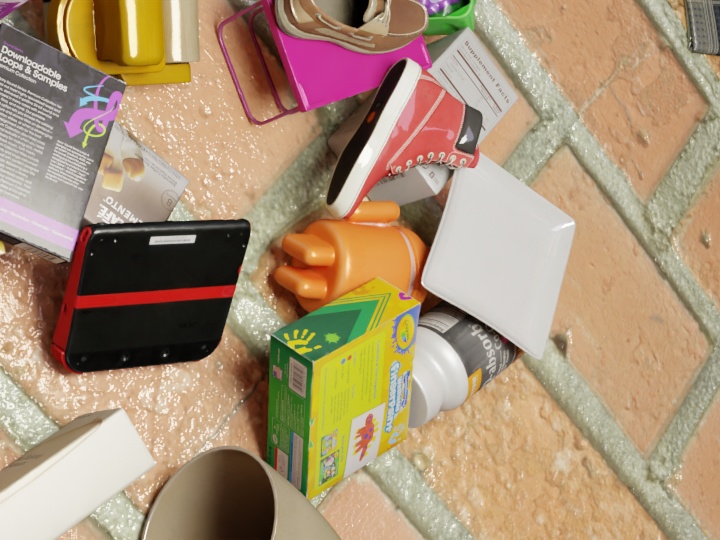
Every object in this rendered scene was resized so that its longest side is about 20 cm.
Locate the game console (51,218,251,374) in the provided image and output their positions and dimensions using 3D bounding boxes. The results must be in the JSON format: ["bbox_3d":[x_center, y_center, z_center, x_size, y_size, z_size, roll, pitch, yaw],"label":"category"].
[{"bbox_3d":[-0.218,0.024,1.551,0.200,0.031,0.177,-4,122,-38],"label":"game console"}]

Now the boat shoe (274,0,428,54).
[{"bbox_3d":[0.002,-0.286,1.654,0.200,0.072,0.076,-5,86,-37],"label":"boat shoe"}]

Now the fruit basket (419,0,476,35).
[{"bbox_3d":[0.069,-0.404,1.828,0.216,0.155,0.216,1,90,-70],"label":"fruit basket"}]

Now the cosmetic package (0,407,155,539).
[{"bbox_3d":[-0.313,0.220,1.457,0.200,0.104,0.073,-37,103,-37],"label":"cosmetic package"}]

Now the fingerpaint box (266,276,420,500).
[{"bbox_3d":[-0.021,0.131,1.654,0.167,0.073,0.200,-28,135,-37],"label":"fingerpaint box"}]

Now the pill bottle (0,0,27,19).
[{"bbox_3d":[-0.380,-0.292,1.442,0.112,0.200,0.112,7,77,-36],"label":"pill bottle"}]

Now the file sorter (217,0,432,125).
[{"bbox_3d":[-0.046,-0.265,1.740,0.200,0.125,0.139,-24,97,-37],"label":"file sorter"}]

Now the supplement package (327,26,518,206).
[{"bbox_3d":[0.078,-0.186,1.825,0.117,0.117,0.200,52,55,-16],"label":"supplement package"}]

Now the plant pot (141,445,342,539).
[{"bbox_3d":[-0.098,0.309,1.573,0.200,0.187,0.187,36,61,-43],"label":"plant pot"}]

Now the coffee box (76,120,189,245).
[{"bbox_3d":[-0.294,-0.104,1.547,0.200,0.080,0.114,40,61,-24],"label":"coffee box"}]

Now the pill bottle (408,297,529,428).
[{"bbox_3d":[0.109,0.100,1.793,0.200,0.116,0.116,-35,103,-37],"label":"pill bottle"}]

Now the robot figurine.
[{"bbox_3d":[-0.001,0.002,1.731,0.200,0.117,0.144,4,67,-36],"label":"robot figurine"}]

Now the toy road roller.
[{"bbox_3d":[-0.237,-0.256,1.567,0.200,0.146,0.123,-9,102,-40],"label":"toy road roller"}]

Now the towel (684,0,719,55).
[{"bbox_3d":[0.561,-0.429,2.301,0.192,0.035,0.200,-4,86,-35],"label":"towel"}]

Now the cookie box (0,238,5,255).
[{"bbox_3d":[-0.459,-0.078,1.420,0.200,0.075,0.171,-10,87,-39],"label":"cookie box"}]

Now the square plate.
[{"bbox_3d":[0.163,-0.021,1.770,0.200,0.028,0.198,32,62,-28],"label":"square plate"}]

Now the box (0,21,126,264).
[{"bbox_3d":[-0.324,-0.124,1.459,0.143,0.036,0.200,26,70,-30],"label":"box"}]

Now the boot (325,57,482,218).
[{"bbox_3d":[0.058,-0.122,1.693,0.144,0.072,0.200,34,79,-21],"label":"boot"}]
